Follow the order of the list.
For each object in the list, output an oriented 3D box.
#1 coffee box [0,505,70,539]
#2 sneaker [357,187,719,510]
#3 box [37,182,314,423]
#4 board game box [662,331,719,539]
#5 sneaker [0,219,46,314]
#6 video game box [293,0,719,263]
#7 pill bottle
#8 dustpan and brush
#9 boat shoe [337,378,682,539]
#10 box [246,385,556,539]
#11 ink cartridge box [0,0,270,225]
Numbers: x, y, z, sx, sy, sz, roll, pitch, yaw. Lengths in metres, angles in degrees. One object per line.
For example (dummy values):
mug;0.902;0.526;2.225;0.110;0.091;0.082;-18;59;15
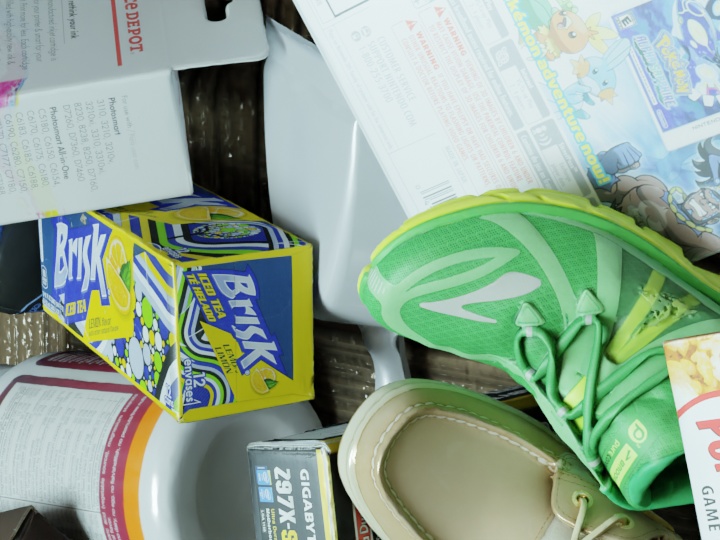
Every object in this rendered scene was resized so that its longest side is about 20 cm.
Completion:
coffee box;-0.129;0.203;1.030;0.113;0.080;0.200;-16;128;45
sneaker;0.094;0.034;0.789;0.199;0.084;0.074;20;134;1
box;-0.086;0.004;0.995;0.200;0.064;0.070;-153;59;-63
board game box;0.178;0.108;0.732;0.046;0.151;0.201;-13;88;46
sneaker;-0.161;-0.077;1.111;0.070;0.078;0.201;-2;74;48
video game box;0.075;-0.093;0.813;0.182;0.047;0.201;-22;101;35
pill bottle;-0.117;0.094;1.057;0.199;0.109;0.110;2;98;45
dustpan and brush;0.000;0.000;0.958;0.140;0.057;0.201;-140;49;-66
boat shoe;0.082;0.107;0.812;0.074;0.200;0.069;-58;21;-7
box;0.039;0.152;0.874;0.049;0.159;0.201;-3;93;45
ink cartridge box;-0.139;-0.080;1.001;0.115;0.199;0.068;-103;5;-54
